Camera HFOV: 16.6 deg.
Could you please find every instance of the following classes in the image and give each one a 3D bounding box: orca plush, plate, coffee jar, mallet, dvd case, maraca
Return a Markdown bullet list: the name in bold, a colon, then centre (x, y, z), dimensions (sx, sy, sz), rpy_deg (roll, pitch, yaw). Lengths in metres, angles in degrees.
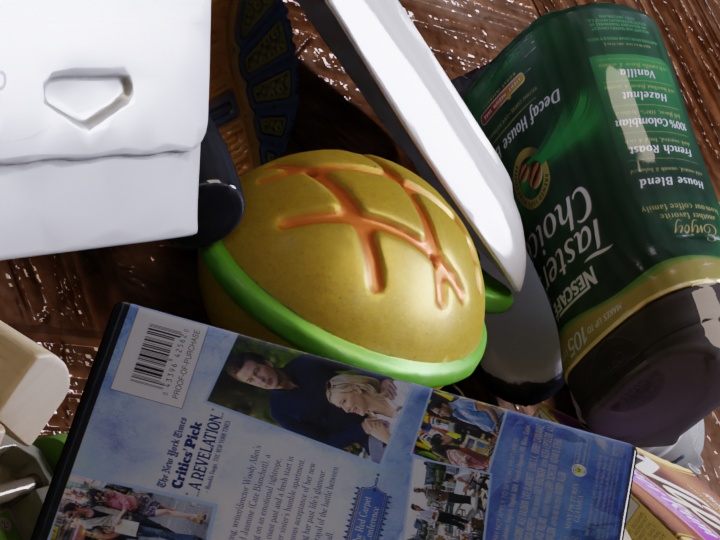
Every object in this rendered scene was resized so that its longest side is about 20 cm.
- **orca plush**: centre (0.071, -0.008, 1.274), dimensions (0.105, 0.071, 0.200), rpy_deg (-15, 57, -11)
- **plate**: centre (0.007, -0.105, 1.170), dimensions (0.200, 0.032, 0.200), rpy_deg (54, 0, -29)
- **coffee jar**: centre (0.124, -0.020, 1.174), dimensions (0.085, 0.104, 0.201), rpy_deg (1, 57, -36)
- **mallet**: centre (-0.105, -0.093, 0.973), dimensions (0.200, 0.041, 0.066), rpy_deg (58, 4, -41)
- **dvd case**: centre (-0.009, 0.093, 0.857), dimensions (0.199, 0.018, 0.143), rpy_deg (16, 49, 0)
- **maraca**: centre (0.000, 0.000, 1.089), dimensions (0.137, 0.107, 0.200), rpy_deg (37, 22, 9)

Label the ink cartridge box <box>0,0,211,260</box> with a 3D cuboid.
- **ink cartridge box**: centre (-0.165, -0.087, 0.808), dimensions (0.145, 0.199, 0.145), rpy_deg (-10, 107, -59)

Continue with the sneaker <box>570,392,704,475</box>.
- **sneaker**: centre (0.137, 0.025, 1.317), dimensions (0.082, 0.075, 0.201), rpy_deg (42, 33, -48)

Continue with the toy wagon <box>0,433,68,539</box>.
- **toy wagon**: centre (-0.144, 0.095, 0.849), dimensions (0.200, 0.040, 0.155), rpy_deg (59, 29, 11)

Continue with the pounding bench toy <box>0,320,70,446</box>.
- **pounding bench toy**: centre (-0.179, 0.082, 0.678), dimensions (0.124, 0.156, 0.200), rpy_deg (32, 16, 33)

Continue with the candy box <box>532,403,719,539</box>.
- **candy box**: centre (0.156, 0.146, 1.126), dimensions (0.116, 0.057, 0.200), rpy_deg (25, 14, -38)

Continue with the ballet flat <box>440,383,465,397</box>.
- **ballet flat**: centre (0.054, 0.104, 1.116), dimensions (0.067, 0.046, 0.201), rpy_deg (12, 49, -51)

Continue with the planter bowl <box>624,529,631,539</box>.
- **planter bowl**: centre (0.031, 0.141, 0.953), dimensions (0.200, 0.135, 0.201), rpy_deg (37, 33, -28)

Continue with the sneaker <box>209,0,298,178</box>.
- **sneaker**: centre (-0.094, -0.130, 1.131), dimensions (0.075, 0.088, 0.201), rpy_deg (-30, 107, -42)
